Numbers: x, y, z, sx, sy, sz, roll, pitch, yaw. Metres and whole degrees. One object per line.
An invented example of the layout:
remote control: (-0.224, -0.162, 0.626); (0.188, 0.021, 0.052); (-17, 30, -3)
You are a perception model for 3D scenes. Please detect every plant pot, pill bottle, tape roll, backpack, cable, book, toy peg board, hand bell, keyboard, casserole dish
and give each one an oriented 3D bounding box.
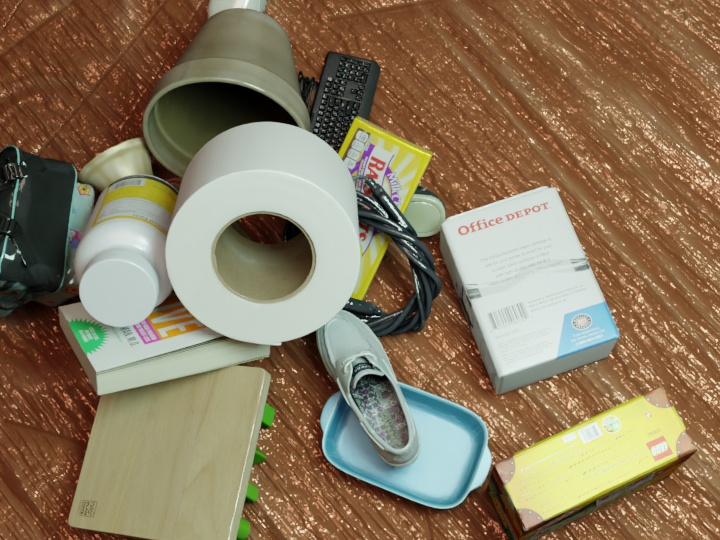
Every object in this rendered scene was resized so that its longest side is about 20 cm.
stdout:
plant pot: (-0.155, -0.223, 1.424); (0.199, 0.200, 0.174); (2, 53, 4)
pill bottle: (-0.253, -0.021, 1.278); (0.112, 0.112, 0.200); (-5, 27, 1)
tape roll: (-0.101, -0.042, 1.236); (0.202, 0.203, 0.139); (-6, 28, 1)
backpack: (-0.412, -0.035, 1.362); (0.200, 0.153, 0.176); (-17, 65, 36)
cable: (0.000, 0.000, 1.345); (0.163, 0.051, 0.200); (-35, 97, 13)
book: (-0.218, 0.065, 1.287); (0.200, 0.048, 0.134); (-14, 38, -27)
toy peg board: (-0.199, 0.212, 1.308); (0.199, 0.098, 0.200); (3, 68, 21)
hand bell: (-0.253, -0.051, 1.414); (0.104, 0.104, 0.200); (-29, 81, -8)
keyboard: (-0.044, -0.194, 1.472); (0.104, 0.040, 0.200); (11, 69, 6)
casserole dish: (0.051, 0.196, 1.317); (0.200, 0.039, 0.121); (20, 72, 11)

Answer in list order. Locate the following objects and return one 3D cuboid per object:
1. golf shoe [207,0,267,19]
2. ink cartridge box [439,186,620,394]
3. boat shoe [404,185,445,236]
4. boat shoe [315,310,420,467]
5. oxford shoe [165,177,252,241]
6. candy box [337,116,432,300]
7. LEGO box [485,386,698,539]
golf shoe: (-0.151, -0.404, 1.528); (0.078, 0.097, 0.200); (21, 73, 9)
ink cartridge box: (0.193, 0.022, 1.350); (0.146, 0.086, 0.200); (-18, 68, -4)
boat shoe: (0.006, -0.088, 1.417); (0.199, 0.075, 0.066); (4, 27, 6)
boat shoe: (0.010, 0.122, 1.289); (0.070, 0.072, 0.201); (-26, 69, -8)
oxford shoe: (-0.157, -0.037, 1.403); (0.070, 0.075, 0.200); (-37, 90, 25)
candy box: (-0.002, -0.071, 1.370); (0.102, 0.026, 0.200); (25, 104, 0)
LEGO box: (0.242, 0.214, 1.240); (0.200, 0.149, 0.077); (-24, 70, -5)
